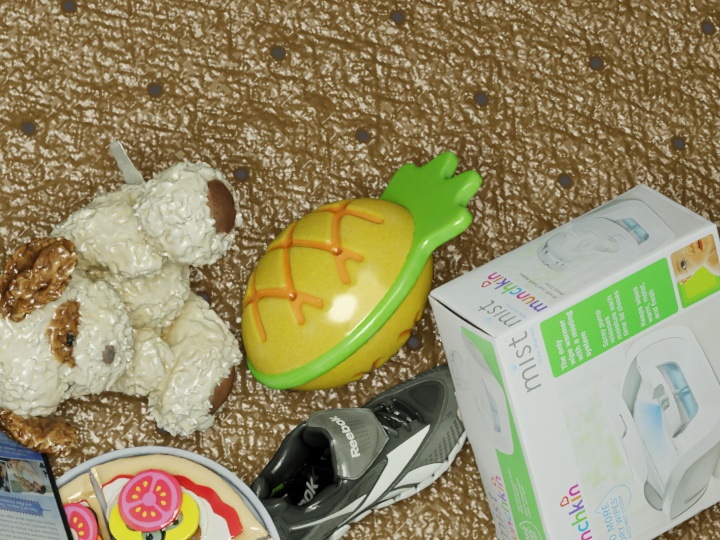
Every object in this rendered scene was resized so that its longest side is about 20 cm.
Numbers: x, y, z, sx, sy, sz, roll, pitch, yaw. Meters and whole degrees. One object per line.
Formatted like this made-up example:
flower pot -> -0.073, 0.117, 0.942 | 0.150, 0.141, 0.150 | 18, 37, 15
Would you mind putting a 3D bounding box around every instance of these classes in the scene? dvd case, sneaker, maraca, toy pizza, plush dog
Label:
dvd case -> -0.242, 0.154, 1.630 | 0.142, 0.018, 0.200 | 15, 38, -38
sneaker -> 0.001, 0.120, 1.730 | 0.200, 0.091, 0.066 | -36, 63, -18
maraca -> 0.000, 0.000, 1.739 | 0.200, 0.137, 0.107 | -45, 121, 0
toy pizza -> -0.144, 0.207, 1.666 | 0.199, 0.032, 0.201 | -4, 71, 13
plush dog -> -0.180, 0.023, 1.678 | 0.160, 0.201, 0.172 | 25, 40, 28

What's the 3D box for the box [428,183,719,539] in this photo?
box -> 0.158, 0.075, 1.738 | 0.176, 0.097, 0.201 | -26, 119, -19
